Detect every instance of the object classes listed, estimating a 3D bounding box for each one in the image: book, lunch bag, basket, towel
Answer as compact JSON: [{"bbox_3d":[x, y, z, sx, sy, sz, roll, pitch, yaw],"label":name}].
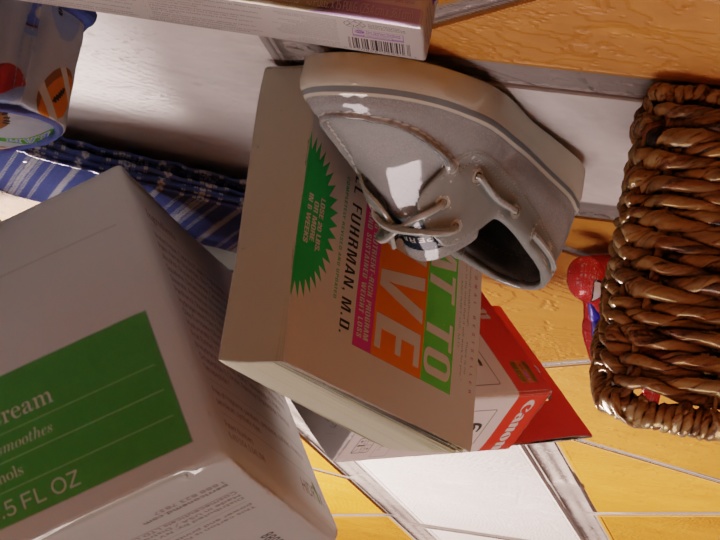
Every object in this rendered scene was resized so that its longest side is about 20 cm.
[{"bbox_3d":[0.000,0.000,1.165,0.048,0.134,0.200,1,166,25],"label":"book"},{"bbox_3d":[-0.220,-0.104,1.012,0.200,0.076,0.160,19,170,-32],"label":"lunch bag"},{"bbox_3d":[0.199,0.020,1.060,0.199,0.150,0.143,8,168,3],"label":"basket"},{"bbox_3d":[-0.101,-0.040,1.341,0.199,0.024,0.145,14,169,-11],"label":"towel"}]

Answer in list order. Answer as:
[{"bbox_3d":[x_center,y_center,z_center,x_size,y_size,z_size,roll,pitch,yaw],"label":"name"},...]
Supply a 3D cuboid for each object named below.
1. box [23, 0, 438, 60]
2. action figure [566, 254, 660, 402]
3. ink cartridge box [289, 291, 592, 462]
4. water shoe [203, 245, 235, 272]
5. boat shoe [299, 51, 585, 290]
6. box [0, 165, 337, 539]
[{"bbox_3d":[-0.070,-0.114,0.921,0.199,0.039,0.041,9,166,6],"label":"box"},{"bbox_3d":[0.166,0.051,1.359,0.065,0.099,0.200,-2,161,39],"label":"action figure"},{"bbox_3d":[0.042,0.043,1.351,0.200,0.109,0.050,-1,136,-42],"label":"ink cartridge box"},{"bbox_3d":[-0.058,0.029,1.467,0.199,0.079,0.071,13,168,-14],"label":"water shoe"},{"bbox_3d":[0.039,-0.039,1.101,0.070,0.072,0.201,2,165,33],"label":"boat shoe"},{"bbox_3d":[-0.150,0.085,1.300,0.199,0.172,0.200,-25,157,6],"label":"box"}]
